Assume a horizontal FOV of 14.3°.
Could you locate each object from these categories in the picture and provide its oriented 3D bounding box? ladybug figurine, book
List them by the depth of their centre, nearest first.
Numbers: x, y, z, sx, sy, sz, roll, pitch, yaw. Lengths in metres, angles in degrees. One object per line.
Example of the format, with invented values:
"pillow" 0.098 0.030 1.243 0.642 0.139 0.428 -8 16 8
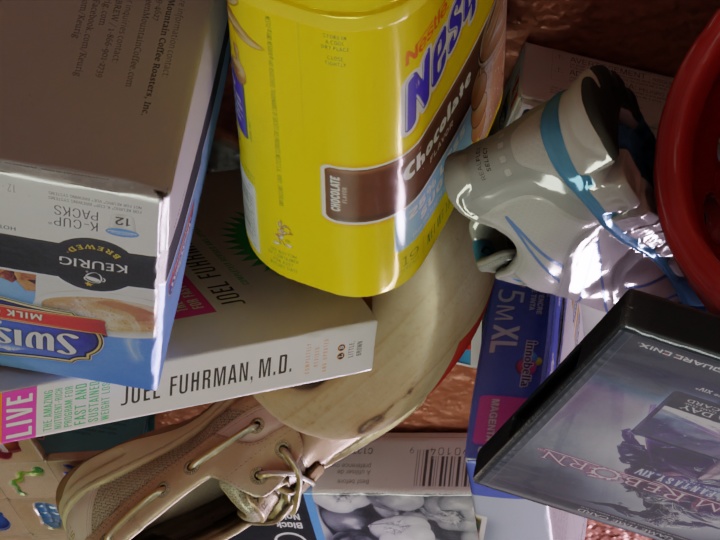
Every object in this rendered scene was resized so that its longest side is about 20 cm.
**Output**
"book" -0.112 0.018 1.158 0.200 0.134 0.048 -11 122 -27
"ladybug figurine" 0.000 0.000 1.249 0.072 0.136 0.200 -17 170 -32

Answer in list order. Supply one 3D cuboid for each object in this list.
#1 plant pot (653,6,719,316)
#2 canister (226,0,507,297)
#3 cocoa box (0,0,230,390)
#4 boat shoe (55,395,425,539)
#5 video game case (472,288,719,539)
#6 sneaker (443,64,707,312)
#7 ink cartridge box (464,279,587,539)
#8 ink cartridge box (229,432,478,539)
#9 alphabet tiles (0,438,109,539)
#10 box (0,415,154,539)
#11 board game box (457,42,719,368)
"plant pot" 0.238 -0.018 1.104 0.200 0.201 0.182 -12 147 27
"canister" 0.005 -0.101 1.076 0.086 0.149 0.200 18 148 13
"cocoa box" -0.120 -0.077 1.089 0.133 0.200 0.131 10 145 0
"boat shoe" -0.050 0.095 1.378 0.200 0.065 0.072 -26 138 5
"video game case" 0.135 0.067 1.081 0.143 0.019 0.200 18 156 -7
"sneaker" 0.092 -0.016 1.149 0.086 0.075 0.200 -19 149 18
"ink cartridge box" 0.076 0.073 1.260 0.042 0.120 0.200 4 144 9
"ink cartridge box" 0.017 0.155 1.511 0.198 0.043 0.200 -1 144 12
"alphabet tiles" -0.184 0.134 1.471 0.167 0.008 0.200 -3 142 18
"box" -0.152 0.133 1.511 0.082 0.049 0.200 8 144 2
"board game box" 0.105 -0.014 1.267 0.126 0.035 0.200 13 144 -7
